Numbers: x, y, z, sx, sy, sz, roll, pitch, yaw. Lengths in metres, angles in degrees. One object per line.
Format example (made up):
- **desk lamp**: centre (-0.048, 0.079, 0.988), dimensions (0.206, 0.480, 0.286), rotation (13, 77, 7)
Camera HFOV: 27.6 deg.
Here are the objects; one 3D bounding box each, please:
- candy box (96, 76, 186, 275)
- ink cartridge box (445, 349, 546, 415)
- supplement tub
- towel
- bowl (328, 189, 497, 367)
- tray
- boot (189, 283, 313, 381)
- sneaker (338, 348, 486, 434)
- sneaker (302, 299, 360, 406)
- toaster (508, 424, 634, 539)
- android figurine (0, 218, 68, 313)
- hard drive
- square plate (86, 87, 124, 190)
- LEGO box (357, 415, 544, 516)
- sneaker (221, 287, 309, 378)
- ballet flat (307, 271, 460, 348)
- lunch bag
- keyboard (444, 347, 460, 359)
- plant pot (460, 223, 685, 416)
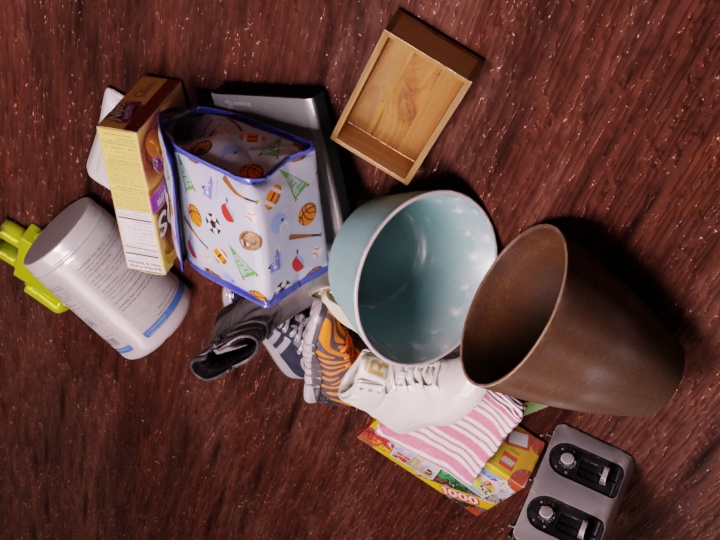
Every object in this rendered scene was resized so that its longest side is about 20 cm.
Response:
- **candy box**: centre (-0.238, -0.109, 1.697), dimensions (0.056, 0.117, 0.200), rotation (10, 131, 18)
- **ink cartridge box**: centre (0.149, 0.125, 1.812), dimensions (0.200, 0.048, 0.146), rotation (41, 146, -12)
- **supplement tub**: centre (-0.338, 0.012, 1.976), dimensions (0.200, 0.132, 0.132), rotation (46, 145, -22)
- **towel**: centre (0.108, 0.188, 1.817), dimensions (0.146, 0.030, 0.200), rotation (30, 139, 2)
- **bowl**: centre (0.044, -0.003, 1.612), dimensions (0.105, 0.201, 0.201), rotation (24, 153, 49)
- **tray**: centre (0.044, -0.173, 1.494), dimensions (0.099, 0.037, 0.200), rotation (31, 149, -1)
- **boot**: centre (-0.115, 0.060, 1.798), dimensions (0.200, 0.132, 0.070), rotation (-40, 102, 23)
- **sneaker**: centre (0.054, 0.131, 1.701), dimensions (0.116, 0.074, 0.200), rotation (29, 145, -24)
- **sneaker**: centre (-0.011, 0.102, 1.816), dimensions (0.112, 0.078, 0.200), rotation (8, 145, 6)
- **toaster**: centre (0.259, 0.328, 1.874), dimensions (0.119, 0.181, 0.200), rotation (21, 146, 12)
- **android figurine**: centre (-0.442, 0.004, 2.138), dimensions (0.200, 0.041, 0.182), rotation (34, 148, -1)
- **hard drive**: centre (-0.082, -0.111, 1.636), dimensions (0.139, 0.033, 0.200), rotation (7, 124, 33)
- **square plate**: centre (-0.249, -0.117, 1.820), dimensions (0.200, 0.028, 0.198), rotation (32, 148, -1)
- **LEGO box**: centre (0.119, 0.225, 1.945), dimensions (0.200, 0.077, 0.149), rotation (33, 148, -4)
- **sneaker**: centre (-0.090, 0.073, 1.913), dimensions (0.108, 0.070, 0.200), rotation (2, 142, 41)
- **ballet flat**: centre (0.025, 0.058, 1.704), dimensions (0.200, 0.064, 0.067), rotation (31, 146, -12)
- **lunch bag**: centre (-0.146, -0.076, 1.603), dimensions (0.200, 0.124, 0.170), rotation (27, 134, 38)
- **keyboard**: centre (0.146, 0.103, 1.733), dimensions (0.056, 0.011, 0.200), rotation (40, 144, -14)
- **plant pot**: centre (0.242, 0.076, 1.569), dimensions (0.200, 0.187, 0.187), rotation (26, 151, -20)
